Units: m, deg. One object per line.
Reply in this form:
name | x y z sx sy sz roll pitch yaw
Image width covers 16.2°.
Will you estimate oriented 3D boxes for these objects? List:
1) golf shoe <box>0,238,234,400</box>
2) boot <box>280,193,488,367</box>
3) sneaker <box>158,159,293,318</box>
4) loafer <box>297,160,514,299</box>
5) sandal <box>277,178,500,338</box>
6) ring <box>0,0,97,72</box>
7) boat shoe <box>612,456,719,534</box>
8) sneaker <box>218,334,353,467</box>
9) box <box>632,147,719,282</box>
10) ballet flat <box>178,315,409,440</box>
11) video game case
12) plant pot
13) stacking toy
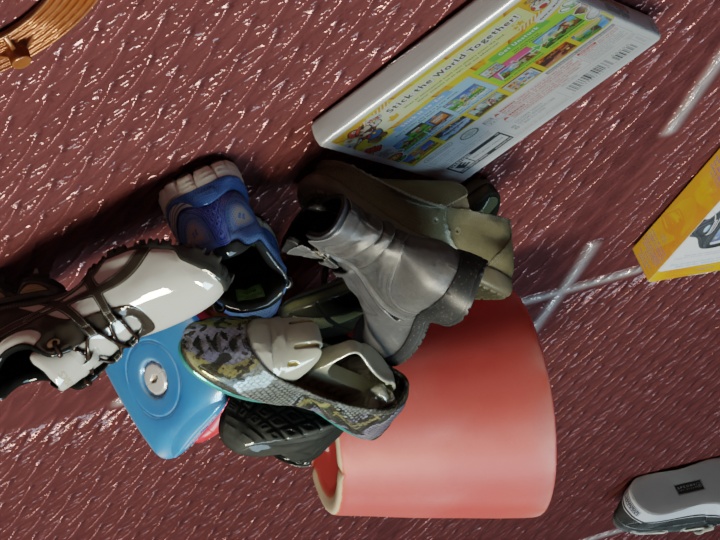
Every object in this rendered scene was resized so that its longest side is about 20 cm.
golf shoe | -0.178 0.041 1.741 0.199 0.095 0.078 -16 138 23
boot | 0.000 0.000 1.818 0.131 0.070 0.200 26 154 -11
sneaker | -0.093 0.001 1.815 0.078 0.089 0.200 -23 157 1
loafer | 0.036 -0.039 1.862 0.200 0.068 0.076 29 158 -37
sandal | 0.018 -0.013 1.943 0.201 0.057 0.080 -34 159 -17
ring | -0.231 -0.154 1.443 0.200 0.019 0.201 -20 156 -9
boat shoe | 0.375 0.263 2.837 0.199 0.074 0.068 -10 149 -29
sneaker | -0.048 0.115 1.912 0.200 0.076 0.091 -18 144 -58
box | 0.329 -0.065 2.146 0.119 0.042 0.200 -8 150 -33
ballet flat | -0.039 0.065 1.807 0.200 0.072 0.072 23 130 -40
video game case | 0.091 -0.135 1.788 0.200 0.023 0.182 -35 155 26
plant pot | 0.050 0.121 2.102 0.177 0.201 0.201 -8 154 -13
stacking toy | -0.089 0.064 1.963 0.200 0.110 0.116 -16 155 -47
